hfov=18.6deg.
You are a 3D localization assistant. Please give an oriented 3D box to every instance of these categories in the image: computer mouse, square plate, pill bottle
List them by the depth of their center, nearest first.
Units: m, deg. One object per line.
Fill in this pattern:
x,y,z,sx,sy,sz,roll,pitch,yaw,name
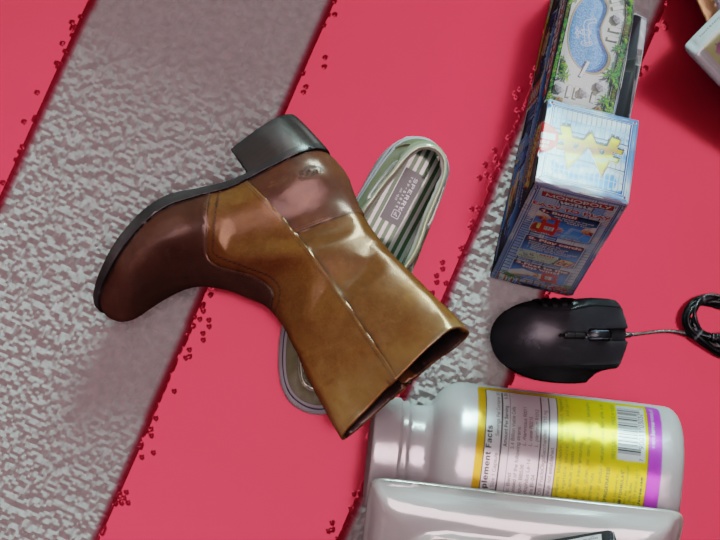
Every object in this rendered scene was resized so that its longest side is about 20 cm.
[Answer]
0.093,0.229,1.409,0.199,0.028,0.199,7,120,-2,square plate
0.104,0.129,1.426,0.199,0.104,0.105,7,87,-2,pill bottle
0.186,0.044,1.469,0.199,0.034,0.059,-3,87,-3,computer mouse

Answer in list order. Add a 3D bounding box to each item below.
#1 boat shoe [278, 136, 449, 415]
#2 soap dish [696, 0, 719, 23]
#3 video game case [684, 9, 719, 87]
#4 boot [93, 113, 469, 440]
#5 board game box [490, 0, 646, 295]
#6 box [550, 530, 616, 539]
0.000,0.000,1.447,0.072,0.062,0.201,23,87,-1,boat shoe
0.270,-0.254,1.462,0.157,0.081,0.201,-24,88,-4,soap dish
0.336,-0.146,1.430,0.182,0.022,0.200,-45,119,7,video game case
-0.055,0.028,1.406,0.188,0.069,0.200,-35,67,-2,boot
0.139,-0.090,1.389,0.061,0.200,0.201,13,87,-1,board game box
0.079,0.253,1.379,0.199,0.049,0.162,-12,118,9,box
